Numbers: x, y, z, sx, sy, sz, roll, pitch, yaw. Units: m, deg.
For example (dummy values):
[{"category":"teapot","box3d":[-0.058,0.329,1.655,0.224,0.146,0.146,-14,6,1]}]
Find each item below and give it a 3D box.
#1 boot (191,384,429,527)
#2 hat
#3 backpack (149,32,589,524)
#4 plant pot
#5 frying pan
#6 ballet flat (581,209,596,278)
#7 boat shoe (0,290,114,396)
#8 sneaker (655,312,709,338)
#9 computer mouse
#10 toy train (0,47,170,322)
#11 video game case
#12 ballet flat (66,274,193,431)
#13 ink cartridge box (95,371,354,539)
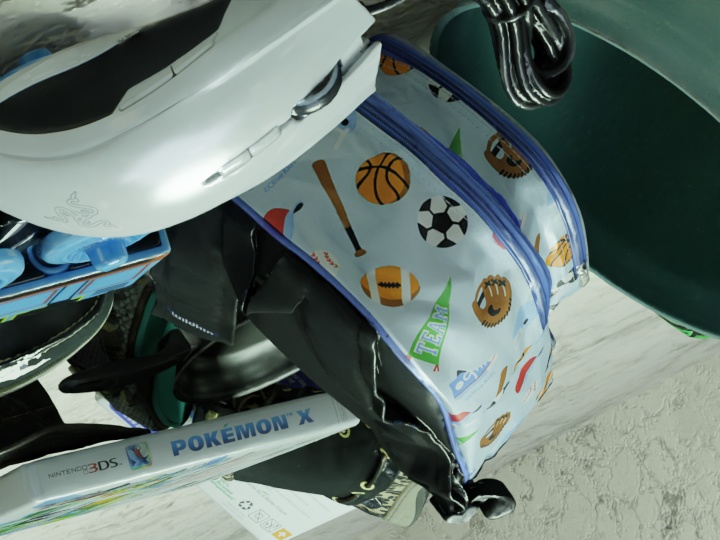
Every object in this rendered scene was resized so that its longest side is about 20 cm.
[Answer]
[{"category":"boot","box3d":[-0.025,0.086,0.903,0.154,0.074,0.204,11,145,-1]},{"category":"hat","box3d":[-0.208,0.066,0.747,0.200,0.081,0.201,-14,174,-2]},{"category":"backpack","box3d":[0.007,-0.008,0.645,0.154,0.200,0.191,-54,162,-7]},{"category":"plant pot","box3d":[0.149,-0.082,0.634,0.134,0.200,0.200,-48,172,-14]},{"category":"frying pan","box3d":[-0.083,0.046,0.793,0.190,0.031,0.115,-16,157,-28]},{"category":"ballet flat","box3d":[0.121,-0.035,0.808,0.068,0.067,0.200,-11,-160,27]},{"category":"boat shoe","box3d":[-0.193,0.022,0.637,0.199,0.075,0.066,-7,172,-26]},{"category":"sneaker","box3d":[0.184,-0.025,0.942,0.078,0.085,0.200,-31,-151,19]},{"category":"computer mouse","box3d":[-0.028,-0.054,0.468,0.200,0.044,0.110,-24,151,1]},{"category":"toy train","box3d":[-0.159,-0.014,0.538,0.200,0.087,0.114,-18,171,-27]},{"category":"video game case","box3d":[-0.125,0.108,0.793,0.182,0.022,0.200,-10,170,-35]},{"category":"ballet flat","box3d":[-0.137,0.042,0.854,0.072,0.072,0.200,-23,163,-6]},{"category":"ink cartridge box","box3d":[-0.038,0.088,1.007,0.200,0.047,0.198,-29,126,18]}]
